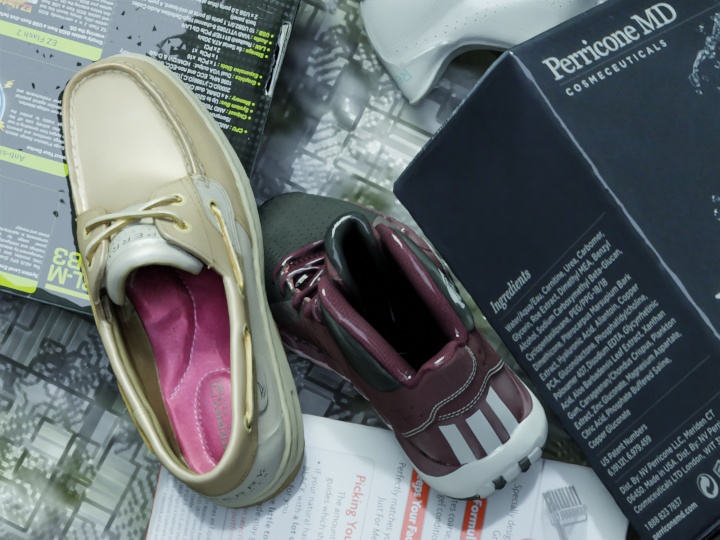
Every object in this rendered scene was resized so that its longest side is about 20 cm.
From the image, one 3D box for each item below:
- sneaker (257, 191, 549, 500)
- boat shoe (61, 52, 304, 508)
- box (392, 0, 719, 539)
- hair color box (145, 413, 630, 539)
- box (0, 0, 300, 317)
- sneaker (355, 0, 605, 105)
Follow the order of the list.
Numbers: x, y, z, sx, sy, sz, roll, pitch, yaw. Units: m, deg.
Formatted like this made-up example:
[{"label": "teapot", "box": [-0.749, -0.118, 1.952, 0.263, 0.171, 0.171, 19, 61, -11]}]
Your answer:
[{"label": "sneaker", "box": [0.000, 0.000, 1.190, 0.076, 0.116, 0.200, -40, 47, -8]}, {"label": "boat shoe", "box": [-0.078, 0.000, 1.180, 0.074, 0.069, 0.200, -25, 78, 14]}, {"label": "box", "box": [0.158, -0.018, 1.190, 0.196, 0.117, 0.200, -28, 77, -35]}, {"label": "hair color box", "box": [0.010, 0.127, 1.224, 0.200, 0.064, 0.111, 10, 76, 4]}, {"label": "box", "box": [-0.137, -0.084, 1.248, 0.200, 0.048, 0.194, 15, 91, -7]}, {"label": "sneaker", "box": [0.098, -0.134, 1.287, 0.200, 0.075, 0.089, -20, 90, 2]}]
